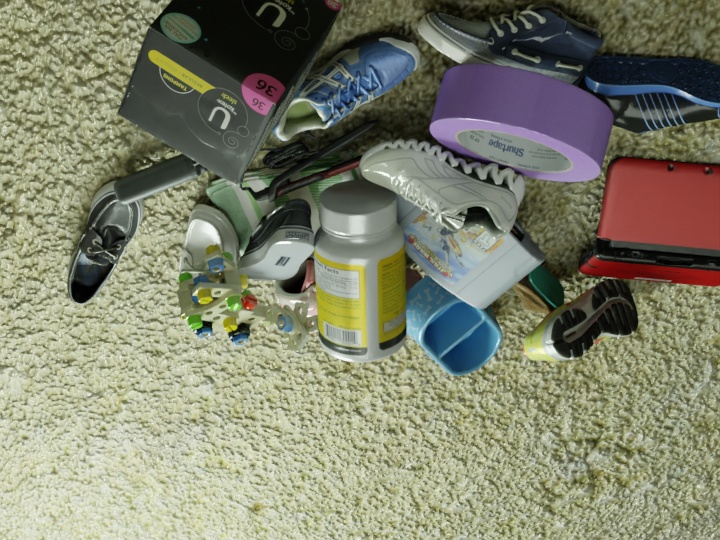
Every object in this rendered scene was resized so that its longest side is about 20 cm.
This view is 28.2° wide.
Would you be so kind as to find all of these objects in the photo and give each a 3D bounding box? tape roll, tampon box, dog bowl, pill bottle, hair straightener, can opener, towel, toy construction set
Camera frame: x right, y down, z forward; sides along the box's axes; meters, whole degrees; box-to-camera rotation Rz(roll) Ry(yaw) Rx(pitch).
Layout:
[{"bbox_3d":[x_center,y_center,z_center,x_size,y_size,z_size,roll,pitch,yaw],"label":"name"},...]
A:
[{"bbox_3d":[0.180,-0.163,1.601,0.197,0.067,0.200,15,171,2],"label":"tape roll"},{"bbox_3d":[-0.135,-0.222,1.502,0.149,0.201,0.127,30,134,-2],"label":"tampon box"},{"bbox_3d":[0.123,0.074,1.895,0.111,0.050,0.200,-39,143,4],"label":"dog bowl"},{"bbox_3d":[0.000,0.000,1.761,0.112,0.115,0.202,0,118,3],"label":"pill bottle"},{"bbox_3d":[-0.064,-0.142,1.729,0.198,0.041,0.078,-20,99,21],"label":"hair straightener"},{"bbox_3d":[-0.211,-0.138,1.736,0.198,0.053,0.067,-24,96,19],"label":"can opener"},{"bbox_3d":[-0.079,-0.077,1.813,0.197,0.024,0.153,-11,136,14],"label":"towel"},{"bbox_3d":[-0.150,0.043,1.808,0.199,0.093,0.131,28,131,-35],"label":"toy construction set"}]

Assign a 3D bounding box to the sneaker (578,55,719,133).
[{"bbox_3d":[0.346,-0.195,1.639,0.197,0.071,0.078,8,142,3],"label":"sneaker"}]

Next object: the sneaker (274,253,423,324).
[{"bbox_3d":[-0.019,0.022,1.870,0.197,0.076,0.105,-8,150,16],"label":"sneaker"}]

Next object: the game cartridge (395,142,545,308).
[{"bbox_3d":[0.117,-0.048,1.773,0.200,0.042,0.133,43,123,-7],"label":"game cartridge"}]

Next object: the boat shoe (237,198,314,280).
[{"bbox_3d":[-0.106,-0.038,1.795,0.071,0.069,0.200,8,162,-16],"label":"boat shoe"}]

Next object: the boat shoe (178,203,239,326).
[{"bbox_3d":[-0.203,0.002,1.858,0.070,0.070,0.201,21,139,14],"label":"boat shoe"}]

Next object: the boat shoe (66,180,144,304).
[{"bbox_3d":[-0.334,-0.029,1.841,0.069,0.067,0.200,22,133,-21],"label":"boat shoe"}]

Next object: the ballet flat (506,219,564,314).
[{"bbox_3d":[0.194,-0.008,1.855,0.072,0.069,0.200,-8,143,33],"label":"ballet flat"}]

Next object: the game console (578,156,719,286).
[{"bbox_3d":[0.390,-0.058,1.817,0.197,0.121,0.172,6,169,-3],"label":"game console"}]

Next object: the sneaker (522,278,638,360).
[{"bbox_3d":[0.285,0.068,1.874,0.199,0.079,0.090,-18,176,-41],"label":"sneaker"}]

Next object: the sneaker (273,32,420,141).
[{"bbox_3d":[-0.019,-0.204,1.633,0.198,0.078,0.076,-23,130,23],"label":"sneaker"}]

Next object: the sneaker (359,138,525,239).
[{"bbox_3d":[0.092,-0.094,1.668,0.197,0.082,0.075,15,151,0],"label":"sneaker"}]

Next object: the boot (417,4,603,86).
[{"bbox_3d":[0.166,-0.263,1.580,0.198,0.073,0.091,19,120,-20],"label":"boot"}]
